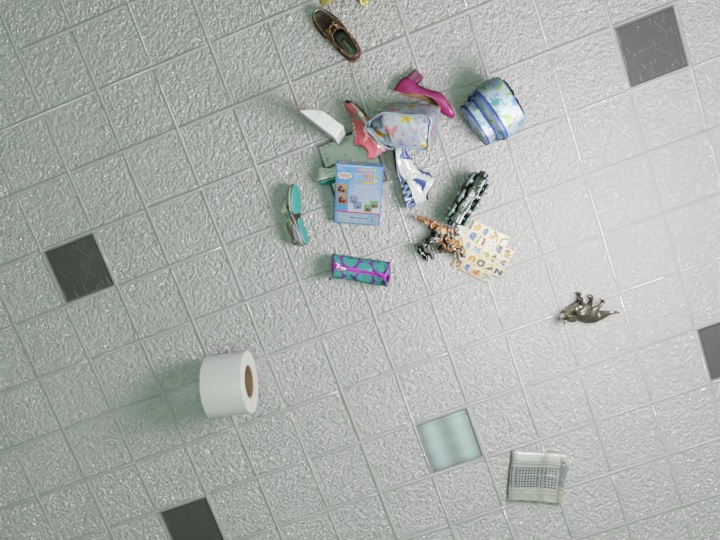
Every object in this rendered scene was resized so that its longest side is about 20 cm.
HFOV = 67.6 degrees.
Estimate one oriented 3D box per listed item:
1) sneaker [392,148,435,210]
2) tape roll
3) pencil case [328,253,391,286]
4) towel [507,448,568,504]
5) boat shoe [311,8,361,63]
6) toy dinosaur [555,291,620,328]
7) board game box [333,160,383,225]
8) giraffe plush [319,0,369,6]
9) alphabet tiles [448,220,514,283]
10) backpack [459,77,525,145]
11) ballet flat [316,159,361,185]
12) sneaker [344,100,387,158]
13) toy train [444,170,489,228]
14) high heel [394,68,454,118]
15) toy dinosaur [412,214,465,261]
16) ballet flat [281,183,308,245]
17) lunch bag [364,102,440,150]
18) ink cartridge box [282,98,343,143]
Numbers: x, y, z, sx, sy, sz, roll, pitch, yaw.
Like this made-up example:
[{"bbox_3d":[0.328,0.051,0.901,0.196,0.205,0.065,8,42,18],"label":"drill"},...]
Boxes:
[{"bbox_3d":[0.175,-0.302,1.707,0.114,0.081,0.202,-16,104,0],"label":"sneaker"},{"bbox_3d":[-0.428,0.373,1.764,0.137,0.203,0.205,-7,99,2],"label":"tape roll"},{"bbox_3d":[0.000,0.000,1.747,0.197,0.092,0.086,8,99,0],"label":"pencil case"},{"bbox_3d":[0.617,0.720,1.870,0.197,0.035,0.195,4,99,1],"label":"towel"},{"bbox_3d":[-0.072,-0.726,1.647,0.200,0.070,0.070,43,99,-4],"label":"boat shoe"},{"bbox_3d":[0.740,0.133,1.765,0.197,0.077,0.104,6,111,-4],"label":"toy dinosaur"},{"bbox_3d":[-0.007,-0.242,1.699,0.149,0.037,0.202,4,124,1],"label":"board game box"},{"bbox_3d":[-0.031,-0.875,1.591,0.160,0.172,0.203,-2,89,-19],"label":"giraffe plush"},{"bbox_3d":[0.395,-0.061,1.768,0.198,0.006,0.168,25,99,-2],"label":"alphabet tiles"},{"bbox_3d":[0.395,-0.468,1.606,0.146,0.200,0.184,-37,97,7],"label":"backpack"},{"bbox_3d":[-0.044,-0.320,1.717,0.197,0.069,0.070,-8,99,4],"label":"ballet flat"},{"bbox_3d":[0.001,-0.439,1.687,0.086,0.074,0.201,-37,96,8],"label":"sneaker"},{"bbox_3d":[0.333,-0.220,1.687,0.085,0.114,0.201,31,95,-2],"label":"toy train"},{"bbox_3d":[0.200,-0.524,1.670,0.096,0.067,0.200,-43,80,-2],"label":"high heel"},{"bbox_3d":[0.246,-0.101,1.738,0.200,0.102,0.136,41,83,17],"label":"toy dinosaur"},{"bbox_3d":[-0.221,-0.176,1.742,0.071,0.072,0.203,-11,98,3],"label":"ballet flat"},{"bbox_3d":[0.128,-0.436,1.621,0.198,0.170,0.129,11,119,13],"label":"lunch bag"},{"bbox_3d":[-0.138,-0.471,1.642,0.199,0.161,0.050,39,96,-4],"label":"ink cartridge box"}]
